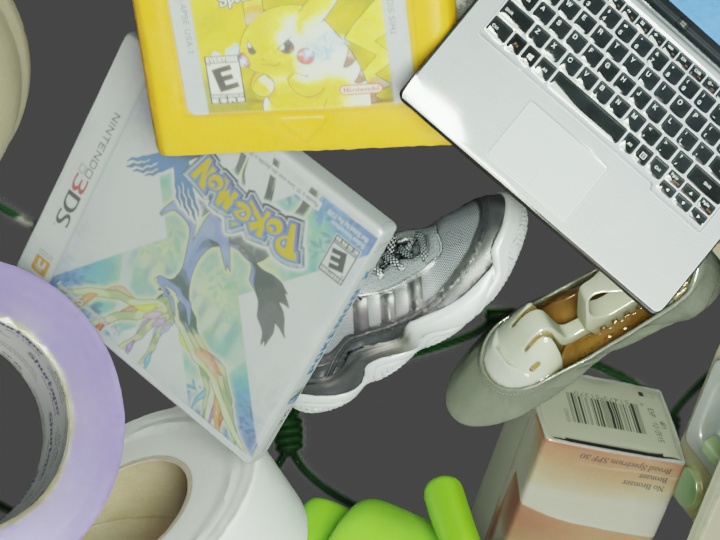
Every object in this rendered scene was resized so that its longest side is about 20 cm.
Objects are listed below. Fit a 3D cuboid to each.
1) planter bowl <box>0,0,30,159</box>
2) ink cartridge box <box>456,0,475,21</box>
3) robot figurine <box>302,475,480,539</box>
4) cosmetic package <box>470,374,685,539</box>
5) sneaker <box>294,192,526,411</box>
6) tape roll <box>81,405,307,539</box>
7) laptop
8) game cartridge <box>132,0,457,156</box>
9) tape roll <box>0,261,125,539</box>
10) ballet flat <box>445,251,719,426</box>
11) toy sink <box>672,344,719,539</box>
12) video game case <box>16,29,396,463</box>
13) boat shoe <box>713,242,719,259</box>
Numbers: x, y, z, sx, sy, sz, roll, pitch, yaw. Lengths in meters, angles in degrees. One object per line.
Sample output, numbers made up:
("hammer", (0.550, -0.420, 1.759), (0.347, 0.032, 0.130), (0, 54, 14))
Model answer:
("planter bowl", (-0.292, -0.089, 1.060), (0.200, 0.135, 0.200), (-2, 123, -3))
("ink cartridge box", (0.126, -0.172, 1.065), (0.145, 0.084, 0.200), (-41, 116, 20))
("robot figurine", (0.038, 0.220, 1.211), (0.200, 0.116, 0.176), (21, 126, 17))
("cosmetic package", (0.134, 0.175, 1.283), (0.103, 0.087, 0.200), (10, 121, -11))
("sneaker", (0.000, 0.000, 1.161), (0.200, 0.075, 0.114), (-38, 120, 21))
("tape roll", (-0.136, 0.179, 1.200), (0.202, 0.202, 0.071), (-24, 121, 11))
("laptop", (0.160, -0.106, 0.963), (0.187, 0.116, 0.200), (40, 87, -9))
("game cartridge", (-0.039, -0.158, 1.009), (0.176, 0.032, 0.200), (-2, 120, 10))
("tape roll", (-0.249, 0.096, 1.140), (0.200, 0.200, 0.085), (20, 163, -15))
("ballet flat", (0.134, 0.031, 1.201), (0.200, 0.067, 0.064), (-29, 150, 9))
("toy sink", (0.278, 0.121, 1.221), (0.200, 0.112, 0.130), (-2, 125, -25))
("video game case", (-0.098, -0.013, 1.123), (0.200, 0.022, 0.182), (38, 118, 15))
("boat shoe", (0.239, -0.033, 1.100), (0.076, 0.200, 0.072), (-7, 108, -29))
